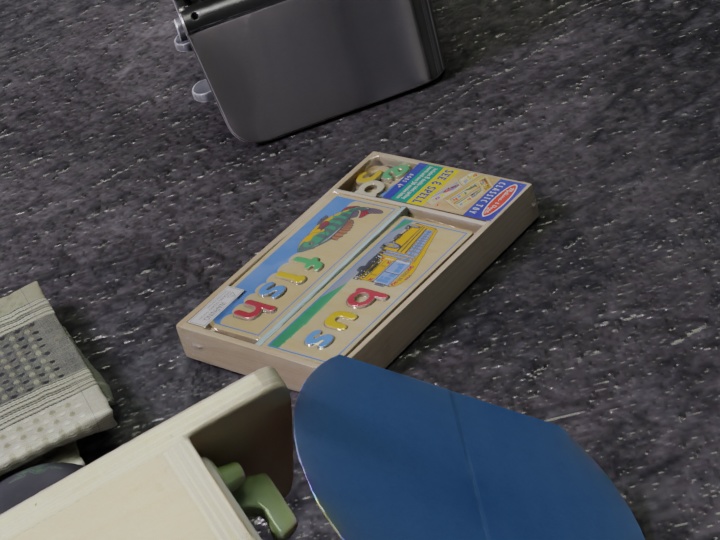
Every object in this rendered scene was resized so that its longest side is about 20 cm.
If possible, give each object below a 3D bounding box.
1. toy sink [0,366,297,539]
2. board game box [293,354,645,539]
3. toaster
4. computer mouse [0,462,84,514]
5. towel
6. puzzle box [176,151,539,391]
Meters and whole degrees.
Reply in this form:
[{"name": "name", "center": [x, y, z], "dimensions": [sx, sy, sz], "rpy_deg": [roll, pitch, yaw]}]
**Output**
[{"name": "toy sink", "center": [-0.093, 0.160, 1.052], "dimensions": [0.199, 0.131, 0.112], "rpy_deg": [-29, 65, -17]}, {"name": "board game box", "center": [0.048, 0.123, 1.084], "dimensions": [0.199, 0.039, 0.159], "rpy_deg": [18, 34, -24]}, {"name": "toaster", "center": [-0.040, -0.199, 1.598], "dimensions": [0.199, 0.119, 0.181], "rpy_deg": [-20, 33, -3]}, {"name": "computer mouse", "center": [-0.166, 0.159, 1.186], "dimensions": [0.137, 0.053, 0.201], "rpy_deg": [-15, 33, 5]}, {"name": "towel", "center": [-0.250, 0.095, 1.351], "dimensions": [0.199, 0.035, 0.193], "rpy_deg": [-26, 31, -10]}, {"name": "puzzle box", "center": [0.000, 0.000, 1.370], "dimensions": [0.132, 0.026, 0.200], "rpy_deg": [14, 44, 38]}]
